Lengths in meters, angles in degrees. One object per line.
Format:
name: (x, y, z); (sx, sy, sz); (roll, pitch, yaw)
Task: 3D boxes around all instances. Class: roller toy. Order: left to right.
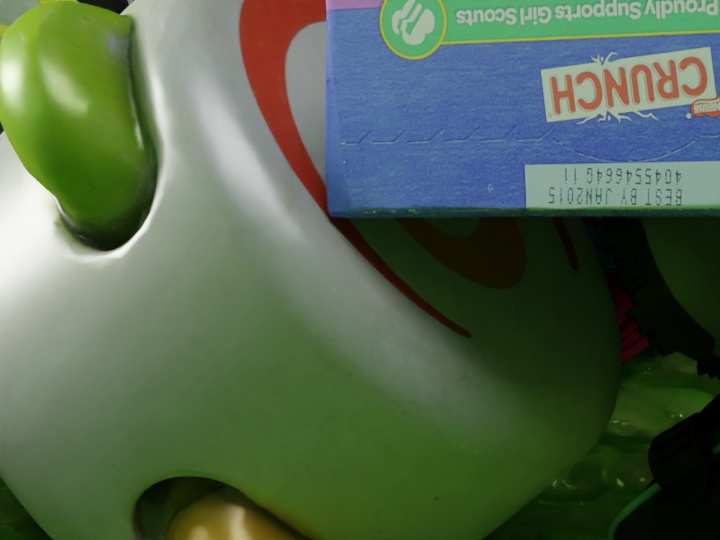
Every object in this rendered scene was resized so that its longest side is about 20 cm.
roller toy: (-0.026, 0.014, 0.796); (0.200, 0.140, 0.182); (52, 27, 7)

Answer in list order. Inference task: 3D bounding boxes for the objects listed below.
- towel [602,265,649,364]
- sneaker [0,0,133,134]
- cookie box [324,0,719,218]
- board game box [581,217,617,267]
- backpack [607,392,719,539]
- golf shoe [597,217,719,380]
towel: (0.000, 0.000, 0.973); (0.200, 0.023, 0.145); (26, 39, 29)
sneaker: (-0.076, -0.059, 0.896); (0.076, 0.076, 0.200); (-5, -13, 20)
cookie box: (0.109, -0.059, 0.742); (0.171, 0.075, 0.200); (1, 8, 28)
board game box: (0.123, -0.090, 1.006); (0.200, 0.056, 0.196); (7, 52, -27)
backpack: (0.200, 0.055, 0.787); (0.153, 0.176, 0.200); (48, 40, 16)
golf shoe: (0.161, -0.021, 0.867); (0.200, 0.088, 0.077); (-10, 70, -40)
